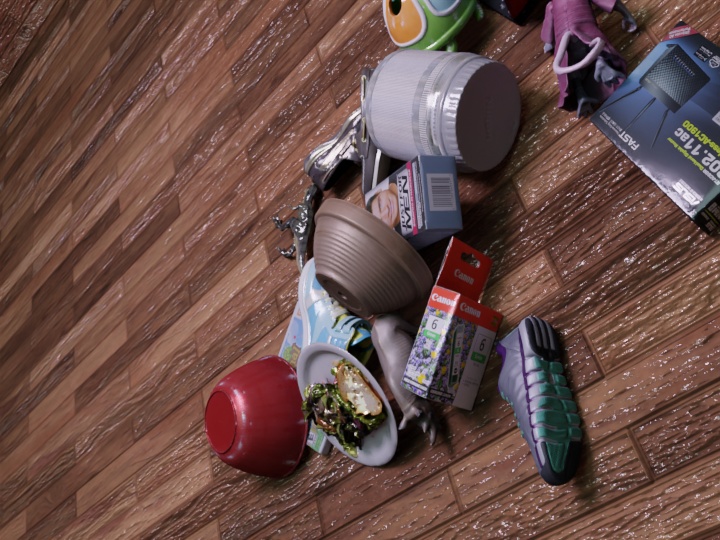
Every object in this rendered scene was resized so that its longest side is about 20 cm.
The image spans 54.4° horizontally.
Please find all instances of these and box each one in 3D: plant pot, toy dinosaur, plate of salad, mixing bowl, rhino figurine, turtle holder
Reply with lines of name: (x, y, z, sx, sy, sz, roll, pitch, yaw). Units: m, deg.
plant pot: (0.000, 0.000, 1.001, 0.198, 0.201, 0.094, 20, 67, 46)
toy dinosaur: (-0.115, -0.066, 1.266, 0.086, 0.047, 0.206, -10, 71, 35)
plate of salad: (-0.029, 0.199, 1.004, 0.197, 0.048, 0.205, 26, 131, 33)
mixing bowl: (-0.185, 0.243, 1.142, 0.197, 0.106, 0.207, -4, 85, 47)
rhino figurine: (0.066, 0.148, 0.972, 0.059, 0.086, 0.204, -36, 55, 30)
turtle holder: (0.115, -0.427, 1.094, 0.185, 0.132, 0.141, -44, 29, 2)

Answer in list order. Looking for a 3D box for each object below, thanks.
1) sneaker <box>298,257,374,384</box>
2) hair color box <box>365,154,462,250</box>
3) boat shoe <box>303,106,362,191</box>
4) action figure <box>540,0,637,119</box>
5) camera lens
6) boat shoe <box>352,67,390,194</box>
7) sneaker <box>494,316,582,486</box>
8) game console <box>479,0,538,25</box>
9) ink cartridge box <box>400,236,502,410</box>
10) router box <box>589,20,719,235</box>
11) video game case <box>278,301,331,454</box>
sneaker: (-0.030, 0.070, 1.077, 0.128, 0.078, 0.206, -16, 73, 41)
hair color box: (0.071, -0.086, 1.005, 0.199, 0.059, 0.102, 154, 112, -68)
boat shoe: (-0.009, -0.212, 1.209, 0.199, 0.074, 0.074, -39, 76, 22)
action figure: (0.271, -0.308, 0.906, 0.132, 0.147, 0.206, -23, 66, 40)
camera lens: (0.113, -0.234, 1.020, 0.198, 0.158, 0.164, 23, 90, 46)
boat shoe: (0.019, -0.221, 1.135, 0.059, 0.072, 0.207, 10, 104, 13)
sneaker: (0.209, 0.164, 0.852, 0.087, 0.073, 0.205, -40, 41, 47)
game console: (0.247, -0.480, 1.012, 0.202, 0.117, 0.173, -53, 46, 15)
ink cartridge box: (0.132, 0.072, 0.920, 0.050, 0.108, 0.205, 17, 87, 45)
router box: (0.381, -0.165, 0.799, 0.150, 0.061, 0.202, -48, 47, 22)
video game case: (-0.080, 0.170, 1.156, 0.180, 0.022, 0.205, 19, 88, 47)
